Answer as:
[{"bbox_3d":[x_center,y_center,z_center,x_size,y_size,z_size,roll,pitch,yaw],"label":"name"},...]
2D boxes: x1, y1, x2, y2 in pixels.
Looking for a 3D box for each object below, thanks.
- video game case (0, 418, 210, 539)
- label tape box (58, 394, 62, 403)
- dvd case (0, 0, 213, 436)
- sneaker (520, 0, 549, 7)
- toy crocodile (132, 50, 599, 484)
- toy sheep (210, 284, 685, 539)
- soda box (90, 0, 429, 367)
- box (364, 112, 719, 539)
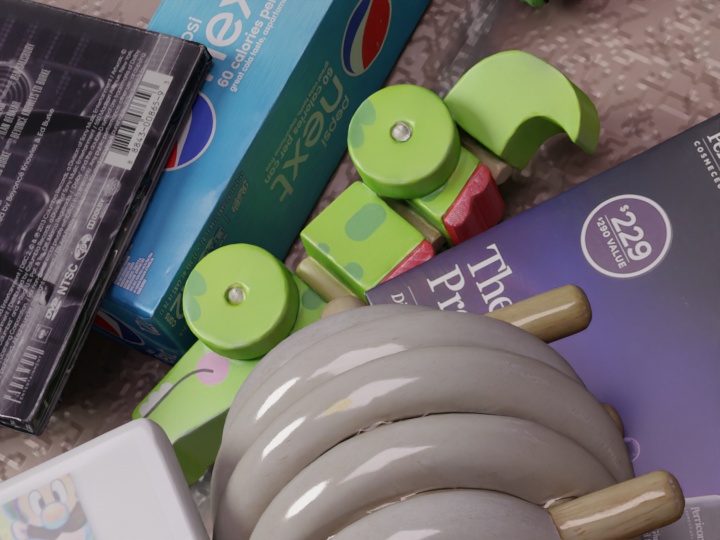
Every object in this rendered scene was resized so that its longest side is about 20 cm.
[{"bbox_3d":[-0.112,0.160,0.682,0.199,0.024,0.182,-25,65,1],"label":"video game case"},{"bbox_3d":[-0.222,0.002,0.948,0.199,0.063,0.145,-17,63,8],"label":"label tape box"},{"bbox_3d":[-0.168,-0.036,0.904,0.199,0.016,0.149,16,72,23],"label":"dvd case"},{"bbox_3d":[0.088,-0.192,0.940,0.083,0.077,0.201,8,71,22],"label":"sneaker"},{"bbox_3d":[0.000,0.000,0.886,0.200,0.068,0.062,-45,64,-6],"label":"toy crocodile"},{"bbox_3d":[0.020,0.071,0.739,0.138,0.138,0.200,-26,33,3],"label":"toy sheep"},{"bbox_3d":[-0.041,-0.066,0.925,0.064,0.068,0.200,23,75,25],"label":"soda box"},{"bbox_3d":[0.107,0.070,0.823,0.141,0.079,0.200,-26,63,0],"label":"box"}]
